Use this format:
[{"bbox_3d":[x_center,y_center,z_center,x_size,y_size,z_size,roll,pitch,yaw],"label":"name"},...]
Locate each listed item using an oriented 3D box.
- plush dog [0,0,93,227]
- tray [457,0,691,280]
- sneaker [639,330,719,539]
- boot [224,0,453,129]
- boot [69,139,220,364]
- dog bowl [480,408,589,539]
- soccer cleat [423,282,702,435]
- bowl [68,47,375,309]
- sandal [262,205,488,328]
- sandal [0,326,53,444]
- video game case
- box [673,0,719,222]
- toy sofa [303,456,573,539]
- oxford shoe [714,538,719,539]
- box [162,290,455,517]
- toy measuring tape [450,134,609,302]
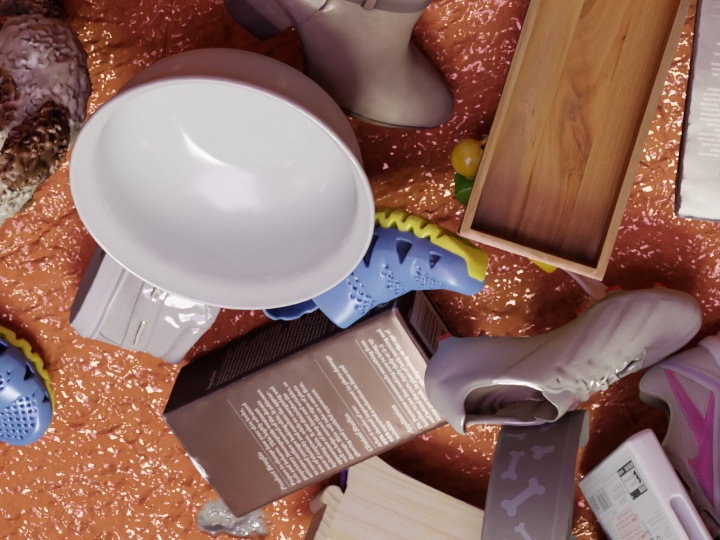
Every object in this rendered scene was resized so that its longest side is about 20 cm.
[{"bbox_3d":[-0.243,-0.098,1.665,0.160,0.201,0.172,18,139,-40],"label":"plush dog"},{"bbox_3d":[0.139,-0.105,1.605,0.098,0.037,0.201,17,96,0],"label":"tray"},{"bbox_3d":[0.242,0.144,1.698,0.088,0.081,0.201,-14,74,1],"label":"sneaker"},{"bbox_3d":[0.011,-0.165,1.576,0.199,0.071,0.146,25,150,-24],"label":"boot"},{"bbox_3d":[-0.126,-0.022,1.735,0.095,0.074,0.200,20,126,-14],"label":"boot"},{"bbox_3d":[0.116,0.191,1.697,0.058,0.200,0.201,6,120,7],"label":"dog bowl"},{"bbox_3d":[0.141,0.065,1.668,0.199,0.078,0.070,-14,133,-10],"label":"soccer cleat"},{"bbox_3d":[-0.083,-0.075,1.606,0.200,0.091,0.202,5,136,5],"label":"bowl"},{"bbox_3d":[0.000,0.000,1.665,0.199,0.088,0.079,8,167,42],"label":"sandal"},{"bbox_3d":[-0.306,0.060,1.788,0.200,0.087,0.079,42,116,-16],"label":"sandal"},{"bbox_3d":[0.216,0.206,1.698,0.023,0.200,0.183,-27,81,-10],"label":"video game case"},{"bbox_3d":[0.244,-0.139,1.576,0.074,0.100,0.201,5,119,7],"label":"box"},{"bbox_3d":[0.056,0.212,1.821,0.199,0.083,0.098,23,77,-3],"label":"toy sofa"},{"bbox_3d":[0.244,0.231,1.801,0.071,0.073,0.201,6,120,6],"label":"oxford shoe"},{"bbox_3d":[-0.028,0.086,1.760,0.199,0.075,0.100,-26,113,20],"label":"box"},{"bbox_3d":[0.143,-0.033,1.678,0.200,0.074,0.074,36,120,-22],"label":"toy measuring tape"}]
